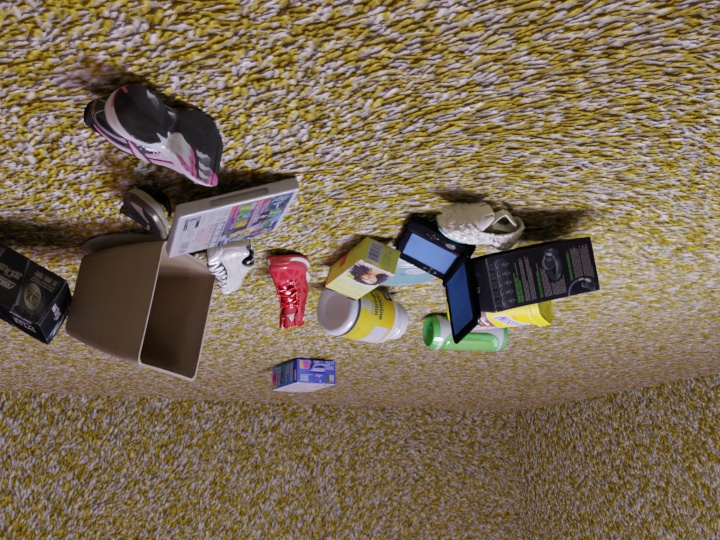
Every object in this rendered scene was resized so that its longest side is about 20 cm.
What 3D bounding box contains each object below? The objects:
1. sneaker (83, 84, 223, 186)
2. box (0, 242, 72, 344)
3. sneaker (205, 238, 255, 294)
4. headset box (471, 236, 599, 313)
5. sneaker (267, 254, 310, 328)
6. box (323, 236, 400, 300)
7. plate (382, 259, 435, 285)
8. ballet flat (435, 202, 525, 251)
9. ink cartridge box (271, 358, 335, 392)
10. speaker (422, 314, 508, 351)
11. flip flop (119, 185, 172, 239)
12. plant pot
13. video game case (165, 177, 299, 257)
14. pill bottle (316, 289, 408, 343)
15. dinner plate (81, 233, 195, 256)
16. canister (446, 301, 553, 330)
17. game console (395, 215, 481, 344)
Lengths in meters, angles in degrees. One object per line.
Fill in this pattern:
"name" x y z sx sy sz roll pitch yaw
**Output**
"sneaker" -0.243 -0.162 1.100 0.085 0.082 0.200 3 161 31
"box" -0.577 0.023 1.509 0.198 0.087 0.164 30 160 -5
"sneaker" -0.220 -0.010 1.636 0.080 0.076 0.200 -11 165 -2
"headset box" 0.276 0.009 1.581 0.197 0.094 0.174 -12 -179 -9
"sneaker" -0.128 0.044 1.748 0.077 0.118 0.200 -4 165 9
"box" 0.000 0.000 1.699 0.074 0.051 0.200 22 159 -13
"plate" 0.082 0.001 1.793 0.196 0.026 0.200 -1 164 0
"ballet flat" 0.195 -0.078 1.468 0.071 0.073 0.199 -14 166 37
"ink cartridge box" -0.164 0.315 2.801 0.135 0.078 0.199 7 164 -32
"speaker" 0.254 0.152 2.251 0.197 0.090 0.088 3 164 -19
"flip flop" -0.300 -0.093 1.326 0.080 0.058 0.200 32 169 -7
"plant pot" -0.382 0.065 1.586 0.174 0.203 0.200 5 167 19
"video game case" -0.195 -0.077 1.387 0.180 0.023 0.200 -16 169 -20
"pill bottle" 0.010 0.091 1.945 0.111 0.114 0.199 -14 161 38
"dinner plate" -0.390 -0.026 1.638 0.196 0.025 0.200 -3 165 -1
"canister" 0.296 0.076 1.980 0.197 0.088 0.148 -7 164 24
"game console" 0.127 0.019 1.578 0.174 0.118 0.200 27 163 1
